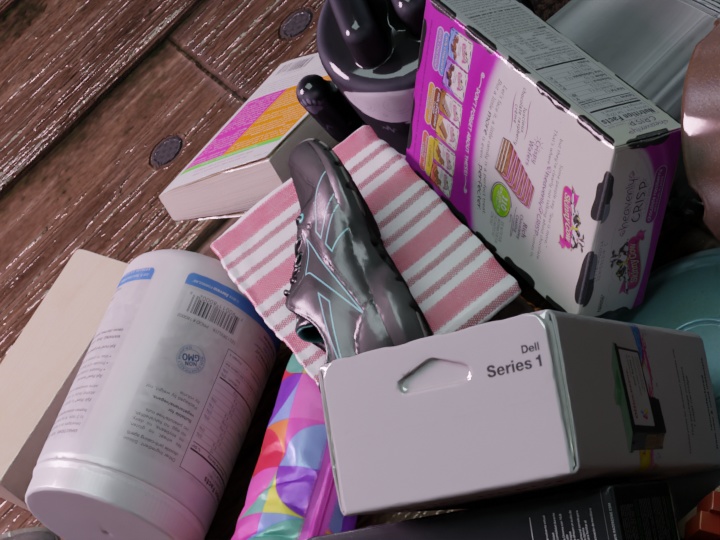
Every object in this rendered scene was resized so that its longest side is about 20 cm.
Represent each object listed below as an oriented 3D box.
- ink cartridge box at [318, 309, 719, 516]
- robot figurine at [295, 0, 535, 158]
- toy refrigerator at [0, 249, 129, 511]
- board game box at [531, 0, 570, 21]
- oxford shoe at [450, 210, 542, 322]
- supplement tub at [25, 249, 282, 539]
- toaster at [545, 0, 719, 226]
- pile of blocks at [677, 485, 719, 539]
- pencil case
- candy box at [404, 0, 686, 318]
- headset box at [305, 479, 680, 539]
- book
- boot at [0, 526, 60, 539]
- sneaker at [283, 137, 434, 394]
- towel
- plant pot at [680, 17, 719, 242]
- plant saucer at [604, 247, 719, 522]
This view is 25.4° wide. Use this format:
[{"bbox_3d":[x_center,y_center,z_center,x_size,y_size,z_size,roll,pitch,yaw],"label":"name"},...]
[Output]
[{"bbox_3d":[0.093,0.082,0.879,0.144,0.199,0.085,-16,76,31],"label":"ink cartridge box"},{"bbox_3d":[0.042,-0.157,1.170,0.149,0.200,0.126,11,72,28],"label":"robot figurine"},{"bbox_3d":[-0.237,0.089,1.278,0.076,0.070,0.201,15,65,36],"label":"toy refrigerator"},{"bbox_3d":[0.101,-0.298,1.281,0.096,0.160,0.201,-27,42,17],"label":"board game box"},{"bbox_3d":[0.092,0.037,1.074,0.072,0.071,0.201,-17,54,13],"label":"oxford shoe"},{"bbox_3d":[-0.144,0.099,1.147,0.131,0.132,0.201,-2,54,37],"label":"supplement tub"},{"bbox_3d":[0.193,-0.121,1.091,0.129,0.114,0.200,-45,39,-8],"label":"toaster"},{"bbox_3d":[0.146,0.174,0.900,0.199,0.062,0.083,-24,49,25],"label":"pile of blocks"},{"bbox_3d":[-0.027,0.121,1.071,0.088,0.088,0.201,-5,55,35],"label":"pencil case"},{"bbox_3d":[0.112,-0.079,1.032,0.061,0.137,0.200,-16,43,-28],"label":"candy box"},{"bbox_3d":[0.074,0.214,0.852,0.199,0.093,0.176,-16,77,27],"label":"headset box"},{"bbox_3d":[-0.062,-0.118,1.293,0.133,0.048,0.200,-8,33,40],"label":"book"},{"bbox_3d":[-0.280,0.294,1.128,0.181,0.073,0.201,-24,48,-1],"label":"boot"},{"bbox_3d":[-0.019,-0.004,1.023,0.079,0.076,0.201,-28,51,5],"label":"sneaker"},{"bbox_3d":[0.000,0.000,1.079,0.146,0.030,0.200,-38,52,-4],"label":"towel"},{"bbox_3d":[0.306,-0.086,0.920,0.197,0.200,0.201,-2,54,45],"label":"plant pot"},{"bbox_3d":[0.211,0.062,0.983,0.199,0.027,0.201,-21,44,22],"label":"plant saucer"}]
